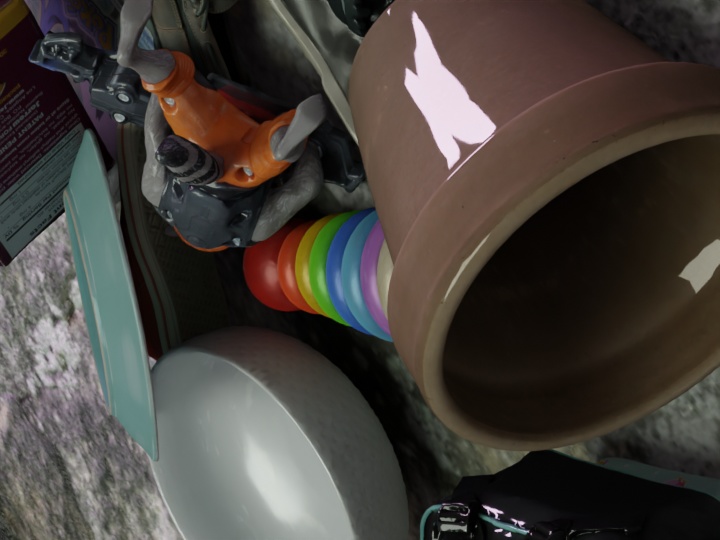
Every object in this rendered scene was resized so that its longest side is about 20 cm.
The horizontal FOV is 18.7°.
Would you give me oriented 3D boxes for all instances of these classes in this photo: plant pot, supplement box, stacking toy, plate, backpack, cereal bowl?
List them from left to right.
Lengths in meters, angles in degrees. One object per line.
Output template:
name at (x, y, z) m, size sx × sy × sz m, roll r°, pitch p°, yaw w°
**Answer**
supplement box at (-0.245, -0.115, 1.310) m, size 0.131 × 0.103 × 0.200 m, roll 42°, pitch 167°, yaw 25°
plate at (-0.151, 0.017, 1.297) m, size 0.200 × 0.025 × 0.202 m, roll 169°, pitch 90°, yaw -80°
cereal bowl at (-0.041, 0.120, 1.333) m, size 0.199 × 0.083 × 0.201 m, roll 31°, pitch 136°, yaw 35°
stacking toy at (0.000, 0.000, 1.212) m, size 0.199 × 0.085 × 0.086 m, roll 3°, pitch 116°, yaw 59°
plant pot at (0.081, -0.047, 0.996) m, size 0.201 × 0.199 × 0.175 m, roll 102°, pitch 147°, yaw -44°
backpack at (0.134, 0.198, 1.102) m, size 0.175 × 0.153 × 0.202 m, roll 7°, pitch 109°, yaw 52°

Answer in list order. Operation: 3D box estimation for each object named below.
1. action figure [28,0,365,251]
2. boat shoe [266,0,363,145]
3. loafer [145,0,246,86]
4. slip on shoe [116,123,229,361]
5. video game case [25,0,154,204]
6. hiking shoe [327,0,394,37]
action figure at (-0.101, -0.070, 1.177) m, size 0.198 × 0.105 × 0.194 m, roll 19°, pitch 159°, yaw 6°
boat shoe at (-0.018, -0.145, 1.154) m, size 0.201 × 0.057 × 0.067 m, roll 58°, pitch -179°, yaw 11°
loafer at (-0.088, -0.147, 1.236) m, size 0.062 × 0.072 × 0.201 m, roll 5°, pitch 127°, yaw 12°
slip on shoe at (-0.127, -0.021, 1.353) m, size 0.061 × 0.074 × 0.201 m, roll 19°, pitch 134°, yaw 30°
video game case at (-0.194, -0.161, 1.385) m, size 0.200 × 0.022 × 0.183 m, roll 52°, pitch 145°, yaw 13°
hiking shoe at (0.002, -0.216, 1.064) m, size 0.087 × 0.074 × 0.202 m, roll 30°, pitch 126°, yaw 47°
